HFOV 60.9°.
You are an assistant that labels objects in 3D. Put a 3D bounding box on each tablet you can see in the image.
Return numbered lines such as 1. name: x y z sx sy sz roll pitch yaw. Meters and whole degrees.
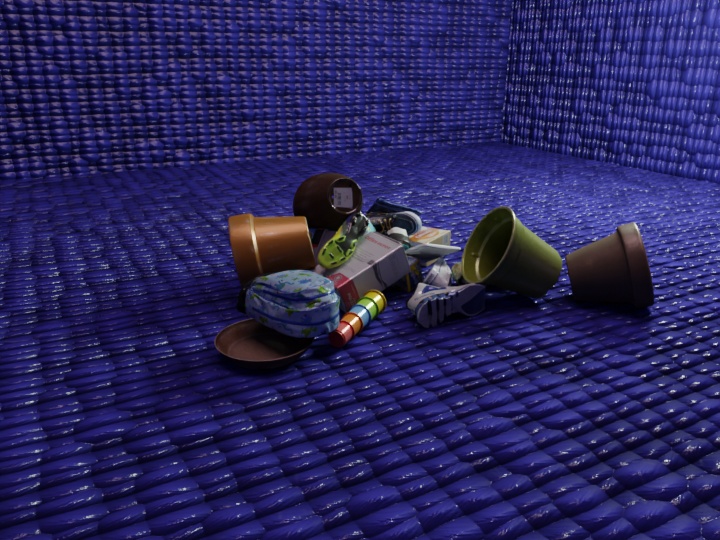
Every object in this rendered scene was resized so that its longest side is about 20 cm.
1. tablet: 0.157 -0.039 1.628 0.129 0.014 0.199 4 -14 -32

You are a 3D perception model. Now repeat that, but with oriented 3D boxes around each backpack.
1. backpack: -0.129 0.066 1.232 0.162 0.155 0.200 -7 33 -39

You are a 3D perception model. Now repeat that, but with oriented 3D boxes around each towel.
1. towel: 0.097 -0.176 1.858 0.143 0.024 0.200 14 -6 -7

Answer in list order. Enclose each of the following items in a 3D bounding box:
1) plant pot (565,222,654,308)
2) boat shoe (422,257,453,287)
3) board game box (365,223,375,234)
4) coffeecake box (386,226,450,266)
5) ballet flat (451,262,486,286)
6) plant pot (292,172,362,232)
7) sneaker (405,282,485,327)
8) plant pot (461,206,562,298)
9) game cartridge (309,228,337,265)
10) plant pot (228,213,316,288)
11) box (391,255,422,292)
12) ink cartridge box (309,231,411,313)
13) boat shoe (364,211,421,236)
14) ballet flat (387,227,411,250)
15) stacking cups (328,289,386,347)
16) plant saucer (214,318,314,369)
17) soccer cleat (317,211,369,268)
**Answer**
1. plant pot: 0.590 -0.001 1.468 0.173 0.202 0.200 -11 15 19
2. boat shoe: 0.203 0.020 1.569 0.065 0.074 0.200 35 20 5
3. board game box: -0.054 -0.060 1.677 0.151 0.047 0.200 -36 4 27
4. coffeecake box: 0.146 -0.082 1.825 0.199 0.074 0.153 12 24 32
5. ballet flat: 0.335 0.014 1.586 0.198 0.071 0.071 1 19 -1
6. plant pot: -0.069 -0.180 1.620 0.185 0.189 0.200 -6 0 -18
7. sneaker: 0.185 0.061 1.413 0.198 0.081 0.115 -12 25 -27
8. plant pot: 0.377 -0.026 1.484 0.183 0.202 0.201 24 13 -19
9. game cartridge: -0.143 -0.049 1.612 0.038 0.131 0.199 26 -13 -39
10. plant pot: -0.209 -0.051 1.495 0.181 0.202 0.200 -12 21 -4
11. box: 0.066 -0.010 1.609 0.199 0.071 0.064 19 42 42
12. ink cartridge box: 0.000 0.000 1.482 0.199 0.085 0.145 -35 32 -18
13. boat shoe: 0.075 -0.127 1.755 0.199 0.072 0.091 9 23 43
14. ballet flat: 0.090 -0.077 1.650 0.067 0.069 0.200 16 -15 -10
15. stacking cups: -0.012 0.105 1.328 0.060 0.061 0.200 10 24 26
16. plant saucer: -0.191 0.149 1.228 0.198 0.037 0.201 0 19 0
17. soccer cleat: -0.045 -0.064 1.492 0.084 0.065 0.201 -39 11 51
